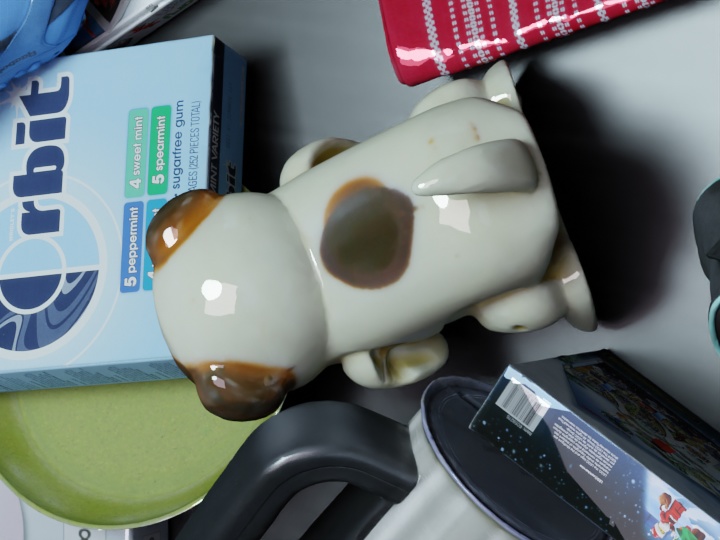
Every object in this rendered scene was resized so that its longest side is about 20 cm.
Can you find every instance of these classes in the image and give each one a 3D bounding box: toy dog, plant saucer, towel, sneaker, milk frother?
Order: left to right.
[{"bbox_3d":[-0.187,-0.115,1.357,0.200,0.078,0.066,-51,37,1],"label":"sneaker"},{"bbox_3d":[-0.116,0.038,1.383,0.199,0.031,0.201,-6,74,22],"label":"plant saucer"},{"bbox_3d":[0.000,0.000,1.257,0.199,0.194,0.140,-20,93,5],"label":"toy dog"},{"bbox_3d":[0.015,0.179,1.248,0.188,0.180,0.200,-51,46,25],"label":"milk frother"},{"bbox_3d":[0.090,-0.184,1.294,0.199,0.022,0.145,-18,73,24],"label":"towel"}]

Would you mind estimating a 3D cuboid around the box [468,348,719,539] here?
[{"bbox_3d":[0.159,0.112,1.228,0.200,0.136,0.038,37,105,19],"label":"box"}]

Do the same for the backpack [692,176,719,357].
[{"bbox_3d":[0.257,0.013,1.161,0.175,0.154,0.200,-29,117,21],"label":"backpack"}]

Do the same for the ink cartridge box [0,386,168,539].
[{"bbox_3d":[-0.184,0.072,1.435,0.162,0.057,0.201,2,98,24],"label":"ink cartridge box"}]

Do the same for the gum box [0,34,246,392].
[{"bbox_3d":[-0.159,-0.025,1.377,0.199,0.045,0.171,-6,73,23],"label":"gum box"}]

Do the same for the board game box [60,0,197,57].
[{"bbox_3d":[-0.145,-0.224,1.409,0.126,0.035,0.200,-31,80,22],"label":"board game box"}]
